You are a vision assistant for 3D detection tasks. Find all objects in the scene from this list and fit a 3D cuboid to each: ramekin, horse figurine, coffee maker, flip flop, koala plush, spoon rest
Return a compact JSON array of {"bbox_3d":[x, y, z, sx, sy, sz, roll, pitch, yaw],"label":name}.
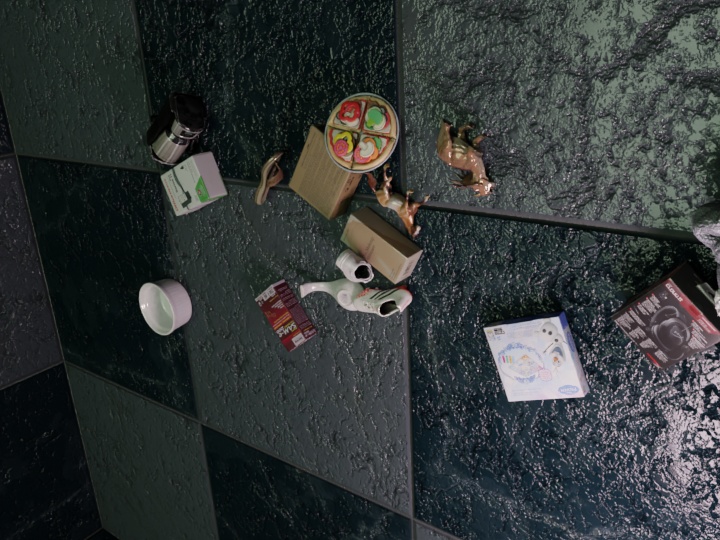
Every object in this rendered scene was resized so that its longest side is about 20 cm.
[{"bbox_3d":[-0.710,0.126,2.376,0.200,0.098,0.201,15,116,34],"label":"ramekin"},{"bbox_3d":[0.089,-0.184,1.635,0.200,0.050,0.133,37,148,11],"label":"horse figurine"},{"bbox_3d":[-0.580,-0.457,2.011,0.200,0.134,0.193,-37,83,41],"label":"coffee maker"},{"bbox_3d":[-0.254,-0.264,1.874,0.057,0.081,0.200,31,128,4],"label":"flip flop"},{"bbox_3d":[0.691,-0.019,1.163,0.183,0.177,0.201,9,114,48],"label":"koala plush"},{"bbox_3d":[-0.074,0.062,1.880,0.199,0.061,0.100,8,115,22],"label":"spoon rest"}]

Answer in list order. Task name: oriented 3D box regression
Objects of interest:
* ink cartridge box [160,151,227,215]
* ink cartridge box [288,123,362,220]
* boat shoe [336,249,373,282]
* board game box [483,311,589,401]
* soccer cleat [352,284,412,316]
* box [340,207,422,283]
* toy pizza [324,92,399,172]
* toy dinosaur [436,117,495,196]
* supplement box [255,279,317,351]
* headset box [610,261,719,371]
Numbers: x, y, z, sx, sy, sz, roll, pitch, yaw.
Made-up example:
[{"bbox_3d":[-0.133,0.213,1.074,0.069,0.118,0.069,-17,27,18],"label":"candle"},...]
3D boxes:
[{"bbox_3d":[-0.536,-0.275,2.084,0.199,0.083,0.147,-18,95,42],"label":"ink cartridge box"},{"bbox_3d":[-0.085,-0.264,1.734,0.165,0.075,0.200,42,128,19],"label":"ink cartridge box"},{"bbox_3d":[0.000,0.000,1.709,0.068,0.200,0.072,41,84,22],"label":"boat shoe"},{"bbox_3d":[0.416,0.208,1.547,0.199,0.043,0.200,-14,98,41],"label":"board game box"},{"bbox_3d":[0.050,0.090,1.756,0.199,0.085,0.069,-11,123,38],"label":"soccer cleat"},{"bbox_3d":[0.053,-0.067,1.701,0.200,0.078,0.095,38,128,20],"label":"box"},{"bbox_3d":[-0.002,-0.343,1.609,0.199,0.032,0.201,-1,86,21],"label":"toy pizza"},{"bbox_3d":[0.225,-0.260,1.488,0.200,0.086,0.136,46,137,22],"label":"toy dinosaur"},{"bbox_3d":[-0.233,0.141,2.027,0.109,0.061,0.200,-38,84,41],"label":"supplement box"},{"bbox_3d":[0.622,0.090,1.281,0.149,0.077,0.200,50,146,12],"label":"headset box"}]
